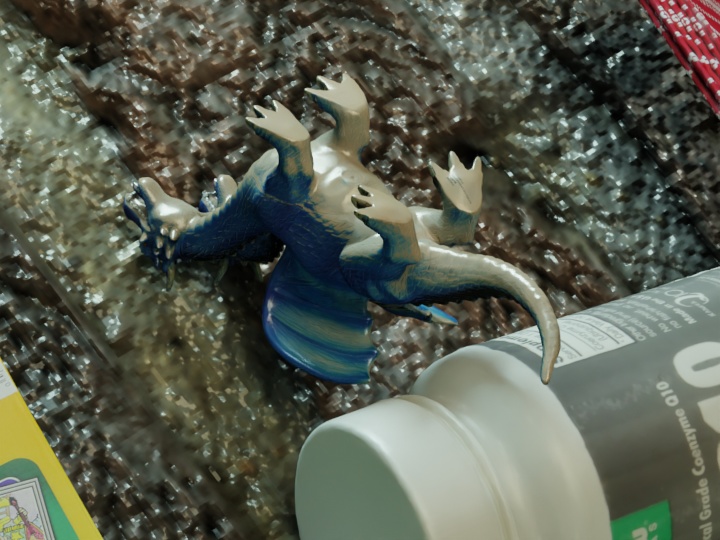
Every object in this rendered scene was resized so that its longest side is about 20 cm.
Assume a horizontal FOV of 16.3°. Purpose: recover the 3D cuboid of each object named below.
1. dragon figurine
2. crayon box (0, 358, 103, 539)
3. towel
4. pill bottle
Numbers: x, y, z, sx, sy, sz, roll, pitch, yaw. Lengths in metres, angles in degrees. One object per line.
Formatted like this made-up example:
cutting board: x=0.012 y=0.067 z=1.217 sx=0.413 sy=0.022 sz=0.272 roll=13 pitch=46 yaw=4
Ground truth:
dragon figurine: x=0.000 y=0.000 z=0.889 sx=0.200 sy=0.100 sz=0.059 roll=35 pitch=44 yaw=27
crayon box: x=-0.129 y=0.120 z=0.780 sx=0.119 sy=0.058 sz=0.200 roll=-27 pitch=64 yaw=-14
towel: x=0.168 y=-0.056 z=1.000 sx=0.200 sy=0.022 sz=0.145 roll=59 pitch=16 yaw=25
pill bottle: x=0.084 y=0.072 z=0.902 sx=0.200 sy=0.113 sz=0.113 roll=-17 pitch=70 yaw=-29
